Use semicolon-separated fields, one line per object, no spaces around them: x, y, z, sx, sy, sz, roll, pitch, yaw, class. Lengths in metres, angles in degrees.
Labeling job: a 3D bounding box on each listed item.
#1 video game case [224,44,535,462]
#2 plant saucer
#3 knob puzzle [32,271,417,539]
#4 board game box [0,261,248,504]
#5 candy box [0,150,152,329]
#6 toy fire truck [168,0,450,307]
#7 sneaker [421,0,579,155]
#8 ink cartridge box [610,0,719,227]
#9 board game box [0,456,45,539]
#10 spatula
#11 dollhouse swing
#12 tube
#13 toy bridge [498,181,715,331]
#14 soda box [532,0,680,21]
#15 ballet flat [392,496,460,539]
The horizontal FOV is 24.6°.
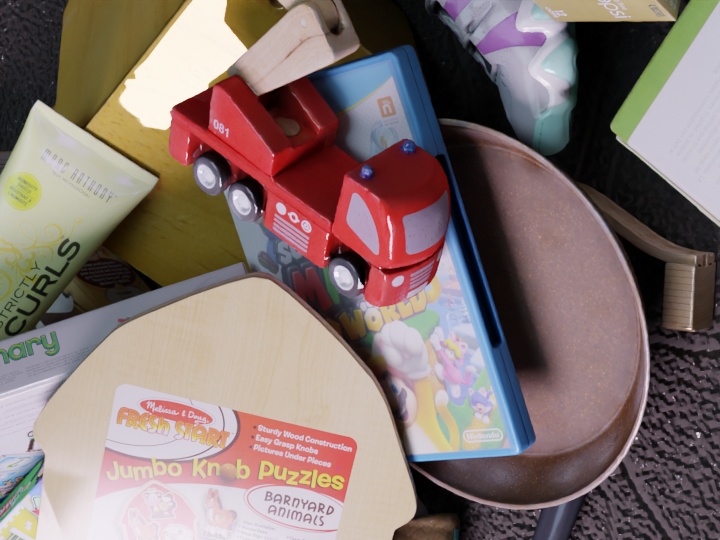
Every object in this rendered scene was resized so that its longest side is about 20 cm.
0.000;0.000;0.821;0.143;0.018;0.201;-10;102;44;video game case
0.062;0.019;0.811;0.200;0.034;0.201;19;121;35;plant saucer
-0.067;0.094;0.840;0.218;0.030;0.221;1;105;3;knob puzzle
-0.145;0.068;0.889;0.126;0.199;0.035;84;166;-62;board game box
-0.198;0.029;1.039;0.200;0.055;0.116;45;121;27;candy box
-0.036;-0.089;0.753;0.200;0.049;0.141;36;137;25;toy fire truck
0.026;-0.142;0.799;0.139;0.078;0.201;-11;77;2;sneaker
0.226;-0.058;0.684;0.200;0.076;0.148;45;119;25;ink cartridge box
-0.119;0.185;0.928;0.200;0.029;0.135;34;125;-17;board game box
0.091;0.164;0.845;0.056;0.020;0.201;26;109;35;spatula
-0.075;-0.122;0.943;0.181;0.176;0.200;35;123;-16;dollhouse swing
-0.198;0.007;0.904;0.200;0.058;0.052;-53;55;13;tube
0.084;-0.014;0.831;0.199;0.027;0.068;7;98;38;toy bridge
0.118;-0.213;0.718;0.064;0.068;0.201;7;76;38;soda box
-0.025;0.121;0.913;0.199;0.068;0.073;22;88;35;ballet flat
